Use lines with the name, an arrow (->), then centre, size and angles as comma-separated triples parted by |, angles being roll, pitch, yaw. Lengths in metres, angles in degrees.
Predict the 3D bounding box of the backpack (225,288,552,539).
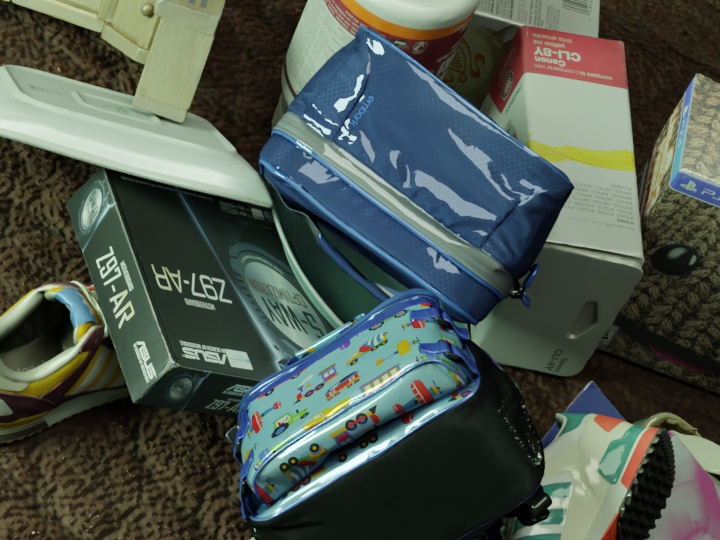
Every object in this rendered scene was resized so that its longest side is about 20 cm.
backpack -> 0.012, 0.097, 1.534 | 0.135, 0.182, 0.200 | 56, 10, -20

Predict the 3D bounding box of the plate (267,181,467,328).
plate -> 0.000, 0.000, 1.718 | 0.200, 0.026, 0.200 | 39, 29, -26

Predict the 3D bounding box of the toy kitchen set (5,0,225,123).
toy kitchen set -> -0.183, -0.233, 1.738 | 0.199, 0.164, 0.181 | 18, 20, -6

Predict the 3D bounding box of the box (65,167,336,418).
box -> -0.086, 0.022, 1.649 | 0.200, 0.044, 0.161 | 13, 45, -45

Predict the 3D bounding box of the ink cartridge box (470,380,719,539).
ink cartridge box -> 0.166, 0.202, 1.594 | 0.200, 0.043, 0.196 | 49, 59, -12

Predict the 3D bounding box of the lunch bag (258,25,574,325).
lunch bag -> 0.036, -0.046, 1.609 | 0.200, 0.136, 0.132 | 37, 89, 3

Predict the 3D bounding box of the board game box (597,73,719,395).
board game box -> 0.264, -0.015, 1.760 | 0.159, 0.200, 0.097 | 20, 49, -5

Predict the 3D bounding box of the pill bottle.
pill bottle -> 0.007, -0.154, 1.768 | 0.109, 0.200, 0.110 | 10, 51, -13

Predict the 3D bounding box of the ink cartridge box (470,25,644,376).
ink cartridge box -> 0.133, -0.049, 1.771 | 0.083, 0.145, 0.200 | 9, 51, -13

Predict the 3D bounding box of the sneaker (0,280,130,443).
sneaker -> -0.172, 0.040, 1.622 | 0.200, 0.090, 0.075 | -31, 69, -36

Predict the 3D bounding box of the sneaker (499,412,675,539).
sneaker -> 0.111, 0.167, 1.537 | 0.093, 0.070, 0.200 | 18, 58, 32

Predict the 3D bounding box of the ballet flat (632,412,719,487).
ballet flat -> 0.261, 0.168, 1.706 | 0.200, 0.070, 0.069 | 40, 50, 11

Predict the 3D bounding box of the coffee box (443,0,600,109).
coffee box -> 0.067, -0.184, 1.874 | 0.199, 0.114, 0.080 | 15, 50, -9

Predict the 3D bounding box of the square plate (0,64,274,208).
square plate -> -0.166, -0.097, 1.685 | 0.198, 0.029, 0.200 | 15, 10, -18

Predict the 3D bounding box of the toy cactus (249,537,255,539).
toy cactus -> -0.035, 0.232, 1.542 | 0.199, 0.102, 0.165 | -2, 36, -19
